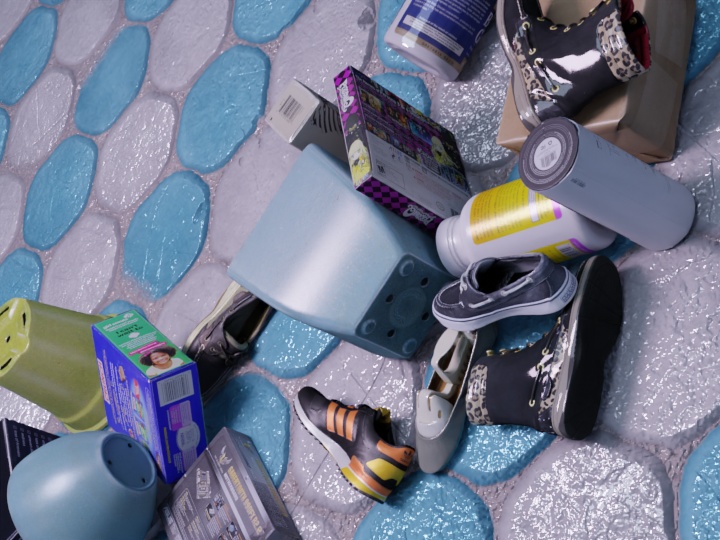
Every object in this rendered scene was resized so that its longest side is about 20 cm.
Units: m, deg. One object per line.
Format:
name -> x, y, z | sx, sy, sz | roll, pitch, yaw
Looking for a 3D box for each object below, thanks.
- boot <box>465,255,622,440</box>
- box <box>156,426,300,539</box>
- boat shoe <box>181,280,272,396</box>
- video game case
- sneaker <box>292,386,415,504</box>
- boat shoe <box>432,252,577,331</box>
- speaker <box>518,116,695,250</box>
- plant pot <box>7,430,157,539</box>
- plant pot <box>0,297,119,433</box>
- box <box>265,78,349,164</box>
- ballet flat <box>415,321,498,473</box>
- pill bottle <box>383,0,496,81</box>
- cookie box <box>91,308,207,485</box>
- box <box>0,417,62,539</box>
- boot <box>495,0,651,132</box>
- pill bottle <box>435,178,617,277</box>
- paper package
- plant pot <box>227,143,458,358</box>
boot -> 0.196, 0.082, 1.429 | 0.154, 0.073, 0.204 | -5, 64, 48
box -> -0.175, 0.326, 1.700 | 0.158, 0.048, 0.200 | -50, 41, 13
boat shoe -> -0.186, 0.092, 1.821 | 0.200, 0.073, 0.065 | -60, 35, 2
video game case -> 0.057, -0.135, 1.594 | 0.036, 0.200, 0.182 | -34, 48, 29
sneaker -> -0.003, 0.190, 1.585 | 0.090, 0.070, 0.200 | -49, 45, 7
boat shoe -> 0.141, 0.017, 1.432 | 0.200, 0.068, 0.072 | -9, 48, 52
speaker -> 0.258, -0.087, 1.358 | 0.081, 0.200, 0.081 | -25, 56, 42
plant pot -> -0.349, 0.293, 1.756 | 0.135, 0.200, 0.200 | -42, 44, 26
plant pot -> -0.472, 0.132, 2.013 | 0.200, 0.184, 0.201 | -24, 54, 37
box -> -0.020, -0.162, 1.689 | 0.068, 0.200, 0.082 | -54, 42, 9
ballet flat -> 0.096, 0.132, 1.511 | 0.067, 0.064, 0.200 | 15, 81, 49
pill bottle -> 0.125, -0.358, 1.714 | 0.111, 0.111, 0.200 | 35, 95, 50
cookie box -> -0.293, 0.171, 1.823 | 0.200, 0.075, 0.172 | 32, 133, 49
box -> -0.444, 0.342, 1.858 | 0.124, 0.196, 0.200 | -45, 43, 21
boot -> 0.229, -0.256, 1.420 | 0.150, 0.073, 0.200 | -28, 54, 37
pill bottle -> 0.184, -0.051, 1.488 | 0.200, 0.104, 0.104 | -18, 57, 39
paper package -> 0.268, -0.223, 1.497 | 0.190, 0.103, 0.200 | -6, 66, 46
plant pot -> 0.000, 0.000, 1.595 | 0.200, 0.196, 0.196 | 40, 99, 43
